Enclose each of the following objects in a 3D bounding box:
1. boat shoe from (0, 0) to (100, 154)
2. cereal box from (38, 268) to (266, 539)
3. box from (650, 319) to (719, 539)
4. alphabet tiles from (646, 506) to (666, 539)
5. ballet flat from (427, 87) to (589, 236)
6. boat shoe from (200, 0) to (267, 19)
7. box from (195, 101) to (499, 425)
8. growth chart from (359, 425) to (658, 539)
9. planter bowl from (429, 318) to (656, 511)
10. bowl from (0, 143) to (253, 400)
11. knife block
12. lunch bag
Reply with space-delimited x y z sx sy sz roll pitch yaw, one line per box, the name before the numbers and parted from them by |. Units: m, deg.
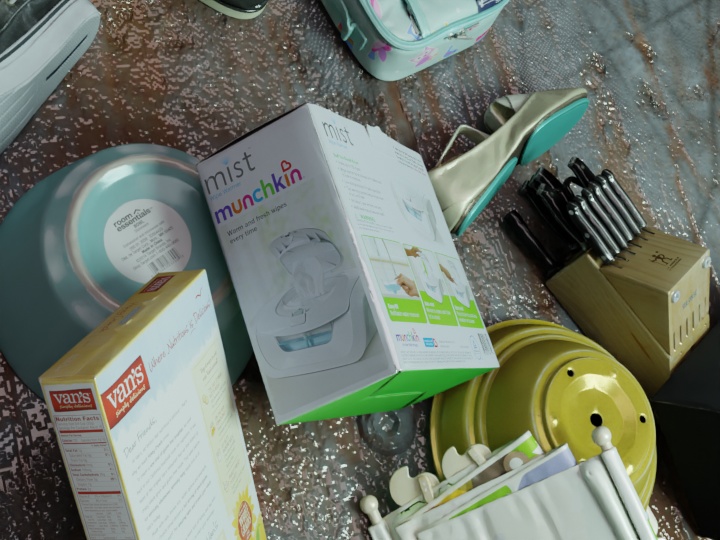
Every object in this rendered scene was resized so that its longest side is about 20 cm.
boat shoe | -0.265 -0.135 0.763 0.070 0.072 0.201 31 51 1
cereal box | -0.110 0.119 0.628 0.144 0.039 0.203 -54 136 -64
box | 0.337 0.106 0.885 0.199 0.078 0.143 -39 113 -30
alphabet tiles | 0.158 0.230 0.826 0.194 0.015 0.202 -25 81 -29
ballet flat | 0.117 -0.109 0.915 0.070 0.069 0.200 48 60 1
boat shoe | -0.157 -0.266 0.857 0.198 0.063 0.075 19 66 -14
box | 0.000 0.000 0.740 0.199 0.096 0.179 8 60 -66
growth chart | 0.105 0.186 0.753 0.197 0.018 0.147 -21 82 15
planter bowl | 0.158 0.121 0.812 0.197 0.083 0.204 8 67 -20
bowl | -0.146 -0.004 0.734 0.198 0.105 0.204 9 67 -21
knife block | 0.202 0.010 0.913 0.064 0.202 0.174 -37 42 -29
lunch bag | 0.029 -0.269 0.928 0.159 0.077 0.202 -28 83 -29
